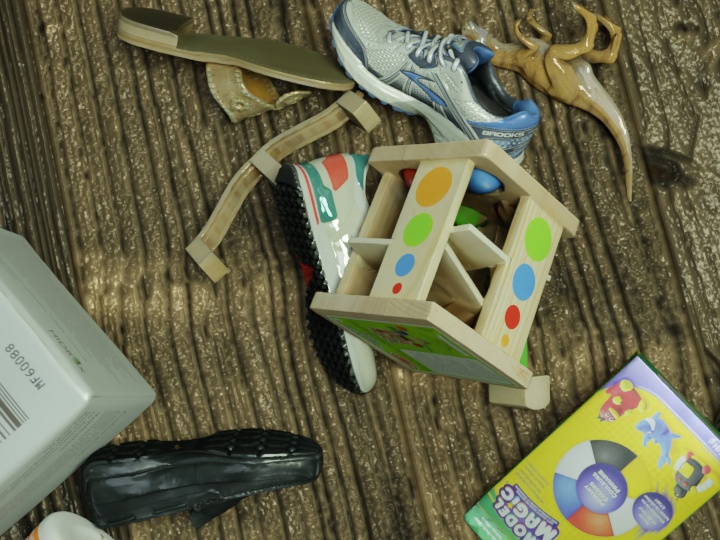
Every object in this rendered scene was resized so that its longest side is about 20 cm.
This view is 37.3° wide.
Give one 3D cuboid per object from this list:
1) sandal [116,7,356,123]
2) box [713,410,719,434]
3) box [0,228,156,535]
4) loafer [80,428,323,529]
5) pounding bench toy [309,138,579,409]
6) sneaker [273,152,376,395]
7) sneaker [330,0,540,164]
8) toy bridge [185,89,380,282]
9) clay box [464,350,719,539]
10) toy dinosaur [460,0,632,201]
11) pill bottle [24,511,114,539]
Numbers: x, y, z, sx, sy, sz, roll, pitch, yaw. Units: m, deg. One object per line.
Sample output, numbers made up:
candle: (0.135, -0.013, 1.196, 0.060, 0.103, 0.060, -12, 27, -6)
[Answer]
sandal: (-0.109, -0.163, 0.917, 0.211, 0.078, 0.070, 17, 119, 5)
box: (0.392, 0.120, 0.835, 0.200, 0.040, 0.137, 24, 86, 9)
box: (-0.314, 0.092, 0.847, 0.199, 0.171, 0.200, -41, 80, 0)
loafer: (-0.128, 0.173, 0.876, 0.200, 0.068, 0.071, -6, 102, 3)
pounding bench toy: (0.092, 0.004, 0.832, 0.124, 0.200, 0.156, 3, 66, 47)
sneaker: (0.000, 0.000, 0.869, 0.093, 0.070, 0.200, -20, 101, -23)
sneaker: (0.066, -0.165, 0.870, 0.200, 0.085, 0.077, 39, 47, 2)
toy bridge: (-0.069, -0.080, 0.898, 0.200, 0.027, 0.067, -45, 42, -3)
clay box: (0.183, 0.172, 0.831, 0.200, 0.048, 0.115, -46, 79, 11)
toy dinosaur: (0.178, -0.161, 0.891, 0.200, 0.060, 0.106, 37, 113, 14)
pill bottle: (-0.273, 0.300, 0.851, 0.110, 0.110, 0.200, 43, 89, 9)
